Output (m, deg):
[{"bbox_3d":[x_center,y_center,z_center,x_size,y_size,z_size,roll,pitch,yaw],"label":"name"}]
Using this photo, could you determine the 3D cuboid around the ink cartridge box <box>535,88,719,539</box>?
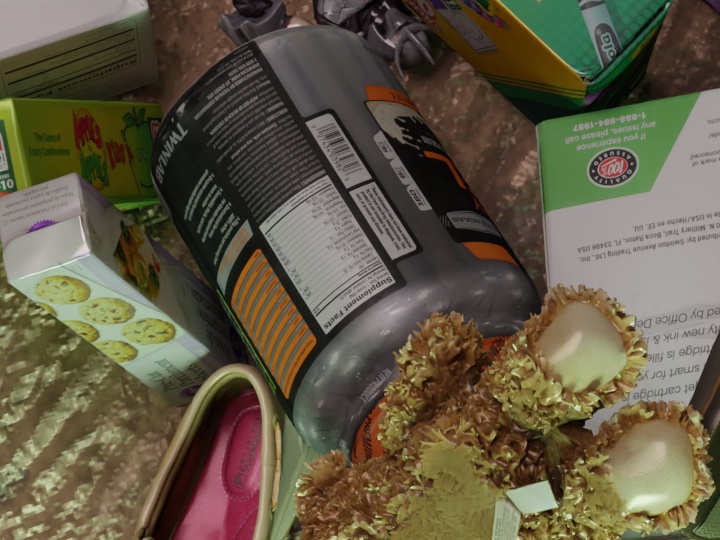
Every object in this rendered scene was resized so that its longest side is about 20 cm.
[{"bbox_3d":[0.158,0.029,1.225,0.145,0.084,0.201,-9,65,16],"label":"ink cartridge box"}]

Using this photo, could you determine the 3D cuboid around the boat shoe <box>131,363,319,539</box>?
[{"bbox_3d":[-0.076,0.134,1.272,0.073,0.069,0.201,7,70,22],"label":"boat shoe"}]

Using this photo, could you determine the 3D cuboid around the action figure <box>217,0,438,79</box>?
[{"bbox_3d":[-0.025,-0.164,1.386,0.130,0.069,0.200,-33,64,-12],"label":"action figure"}]

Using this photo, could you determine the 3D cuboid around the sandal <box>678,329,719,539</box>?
[{"bbox_3d":[0.170,0.014,1.148,0.054,0.082,0.201,27,85,47],"label":"sandal"}]

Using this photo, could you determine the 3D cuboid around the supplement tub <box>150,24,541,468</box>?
[{"bbox_3d":[0.000,0.000,1.274,0.122,0.123,0.200,-34,61,3],"label":"supplement tub"}]

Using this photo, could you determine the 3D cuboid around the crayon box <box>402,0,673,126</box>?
[{"bbox_3d":[0.045,-0.151,1.289,0.200,0.119,0.058,44,81,8],"label":"crayon box"}]

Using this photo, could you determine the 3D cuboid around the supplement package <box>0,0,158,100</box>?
[{"bbox_3d":[-0.200,-0.172,1.383,0.155,0.111,0.201,-19,78,-6],"label":"supplement package"}]

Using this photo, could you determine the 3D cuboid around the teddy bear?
[{"bbox_3d":[0.057,0.084,1.140,0.145,0.067,0.200,40,126,12],"label":"teddy bear"}]

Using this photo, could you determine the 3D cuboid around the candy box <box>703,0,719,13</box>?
[{"bbox_3d":[0.161,-0.179,1.249,0.072,0.200,0.168,-45,60,-4],"label":"candy box"}]

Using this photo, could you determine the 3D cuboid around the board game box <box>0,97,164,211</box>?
[{"bbox_3d":[-0.162,-0.044,1.306,0.101,0.200,0.048,-12,89,14],"label":"board game box"}]

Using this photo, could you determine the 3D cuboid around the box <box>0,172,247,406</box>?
[{"bbox_3d":[-0.100,0.011,1.259,0.041,0.200,0.039,-16,68,11],"label":"box"}]
